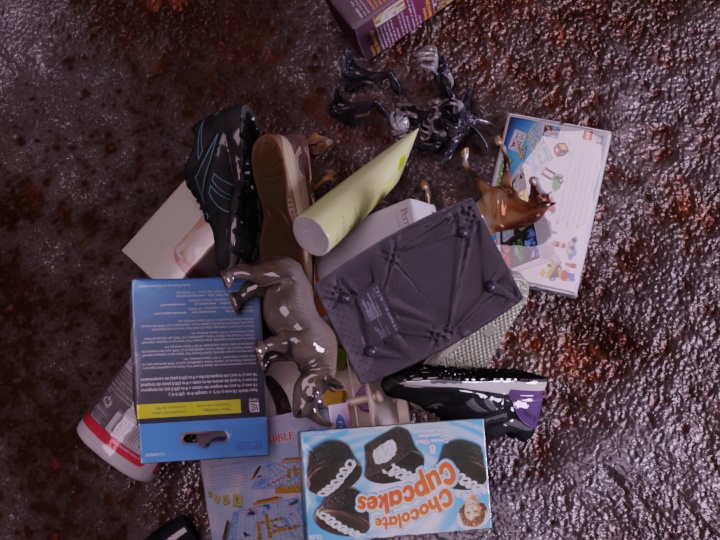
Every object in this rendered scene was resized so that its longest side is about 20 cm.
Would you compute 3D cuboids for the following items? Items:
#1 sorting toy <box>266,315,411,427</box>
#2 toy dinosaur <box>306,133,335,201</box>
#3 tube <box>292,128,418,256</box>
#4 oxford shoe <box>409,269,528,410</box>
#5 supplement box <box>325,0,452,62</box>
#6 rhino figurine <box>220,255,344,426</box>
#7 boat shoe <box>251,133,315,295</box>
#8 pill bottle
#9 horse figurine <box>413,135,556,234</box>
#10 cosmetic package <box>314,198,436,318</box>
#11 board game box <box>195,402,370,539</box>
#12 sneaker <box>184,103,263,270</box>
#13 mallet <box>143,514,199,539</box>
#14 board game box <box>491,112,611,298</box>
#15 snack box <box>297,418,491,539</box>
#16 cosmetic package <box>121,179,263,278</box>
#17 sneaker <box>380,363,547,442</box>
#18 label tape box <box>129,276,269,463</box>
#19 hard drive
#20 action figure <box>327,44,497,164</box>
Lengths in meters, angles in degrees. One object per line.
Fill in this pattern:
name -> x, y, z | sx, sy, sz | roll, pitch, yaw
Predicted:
sorting toy -> -0.042, 0.155, 1.379 | 0.179, 0.107, 0.201 | -11, 83, 17
toy dinosaur -> -0.083, -0.074, 1.418 | 0.201, 0.106, 0.060 | -60, 34, 13
tube -> 0.003, -0.088, 1.333 | 0.058, 0.200, 0.052 | -10, 115, 44
oxford shoe -> 0.119, 0.076, 1.378 | 0.200, 0.075, 0.058 | -56, 39, 12
supplement box -> 0.057, -0.359, 1.449 | 0.200, 0.110, 0.086 | -35, 76, 1
rhino figurine -> -0.073, 0.075, 1.280 | 0.087, 0.060, 0.201 | -24, 81, -9
boat shoe -> -0.071, -0.056, 1.345 | 0.072, 0.072, 0.201 | -5, 97, 42
pill bottle -> -0.231, 0.138, 1.399 | 0.111, 0.111, 0.200 | 36, 86, 13
horse figurine -> 0.124, -0.067, 1.386 | 0.200, 0.050, 0.133 | -35, 59, 20
cosmetic package -> 0.000, 0.000, 1.378 | 0.199, 0.071, 0.102 | -22, 76, 25
board game box -> -0.087, 0.263, 1.340 | 0.199, 0.041, 0.201 | -13, 82, 33
sneaker -> -0.156, -0.089, 1.357 | 0.079, 0.075, 0.201 | -7, 71, 18
mallet -> -0.191, 0.388, 1.386 | 0.066, 0.041, 0.201 | -26, 81, 3
board game box -> 0.214, -0.077, 1.409 | 0.126, 0.035, 0.201 | 13, 82, 13
snack box -> 0.036, 0.222, 1.263 | 0.199, 0.037, 0.117 | -3, 84, -10
cosmetic package -> -0.177, -0.061, 1.434 | 0.087, 0.103, 0.200 | 41, 89, 15
sneaker -> 0.116, 0.155, 1.326 | 0.199, 0.076, 0.088 | 6, 95, -22
label tape box -> -0.180, 0.111, 1.317 | 0.143, 0.063, 0.201 | -1, 78, -15
hard drive -> 0.063, 0.024, 1.278 | 0.199, 0.042, 0.135 | -29, 80, 13
action figure -> 0.063, -0.199, 1.424 | 0.199, 0.102, 0.119 | 15, 70, 13
